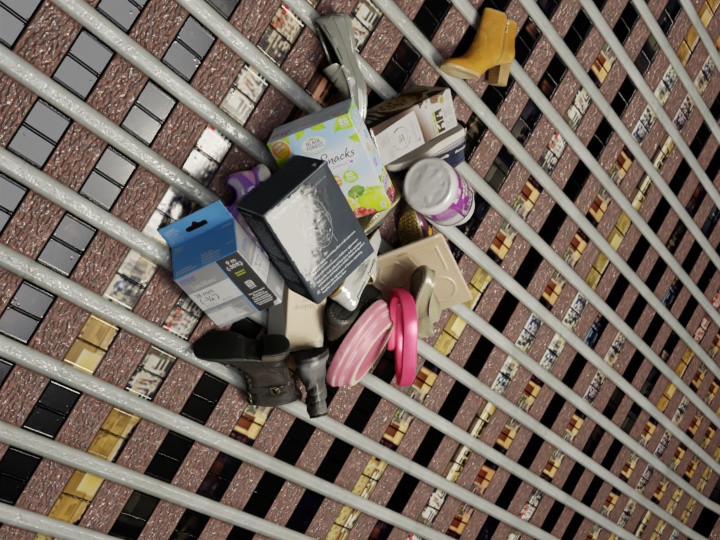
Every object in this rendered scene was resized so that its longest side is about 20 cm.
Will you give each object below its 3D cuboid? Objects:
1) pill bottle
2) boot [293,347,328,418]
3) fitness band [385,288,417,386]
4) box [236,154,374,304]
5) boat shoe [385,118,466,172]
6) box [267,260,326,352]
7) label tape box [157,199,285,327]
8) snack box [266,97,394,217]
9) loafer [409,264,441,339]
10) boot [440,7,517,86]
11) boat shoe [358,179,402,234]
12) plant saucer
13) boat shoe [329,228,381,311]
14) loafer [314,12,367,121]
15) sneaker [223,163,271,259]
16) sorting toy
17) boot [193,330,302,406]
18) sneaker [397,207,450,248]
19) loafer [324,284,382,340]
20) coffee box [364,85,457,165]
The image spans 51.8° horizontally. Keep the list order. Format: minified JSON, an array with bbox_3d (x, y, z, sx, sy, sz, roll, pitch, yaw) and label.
[{"bbox_3d":[0.169,-0.153,1.518,0.199,0.111,0.114,18,94,-65],"label":"pill bottle"},{"bbox_3d":[-0.084,0.216,1.411,0.068,0.200,0.135,-8,86,-1],"label":"boot"},{"bbox_3d":[0.087,0.137,1.528,0.037,0.144,0.204,-3,108,-11],"label":"fitness band"},{"bbox_3d":[-0.093,-0.072,1.294,0.148,0.106,0.202,-42,124,-19],"label":"box"},{"bbox_3d":[0.138,-0.230,1.533,0.197,0.075,0.094,-27,135,-14],"label":"boat shoe"},{"bbox_3d":[-0.120,0.046,1.427,0.094,0.077,0.204,-8,109,-34],"label":"box"},{"bbox_3d":[-0.244,-0.005,1.284,0.142,0.064,0.201,-22,127,22],"label":"label tape box"},{"bbox_3d":[-0.051,-0.188,1.354,0.166,0.068,0.202,-17,122,20],"label":"snack box"},{"bbox_3d":[0.135,0.066,1.536,0.067,0.077,0.202,1,138,-7],"label":"loafer"},{"bbox_3d":[0.247,-0.471,1.542,0.198,0.070,0.147,0,98,-39],"label":"boot"},{"bbox_3d":[0.003,-0.099,1.477,0.200,0.072,0.066,-40,157,-12],"label":"boat shoe"},{"bbox_3d":[0.006,0.156,1.499,0.201,0.050,0.201,-52,165,-19],"label":"plant saucer"},{"bbox_3d":[0.000,0.000,1.466,0.069,0.070,0.201,45,49,-18],"label":"boat shoe"},{"bbox_3d":[-0.036,-0.365,1.356,0.069,0.070,0.204,-16,95,-21],"label":"loafer"},{"bbox_3d":[-0.209,-0.088,1.329,0.087,0.080,0.204,-4,105,-25],"label":"sneaker"},{"bbox_3d":[0.120,0.018,1.565,0.182,0.037,0.201,-20,126,17],"label":"sorting toy"},{"bbox_3d":[-0.211,0.199,1.405,0.196,0.070,0.176,3,134,1],"label":"boot"},{"bbox_3d":[0.143,-0.060,1.592,0.090,0.074,0.203,-38,129,-28],"label":"sneaker"},{"bbox_3d":[-0.023,0.078,1.486,0.199,0.072,0.072,-34,154,-57],"label":"loafer"},{"bbox_3d":[0.075,-0.284,1.442,0.198,0.112,0.081,-32,120,-24],"label":"coffee box"}]
